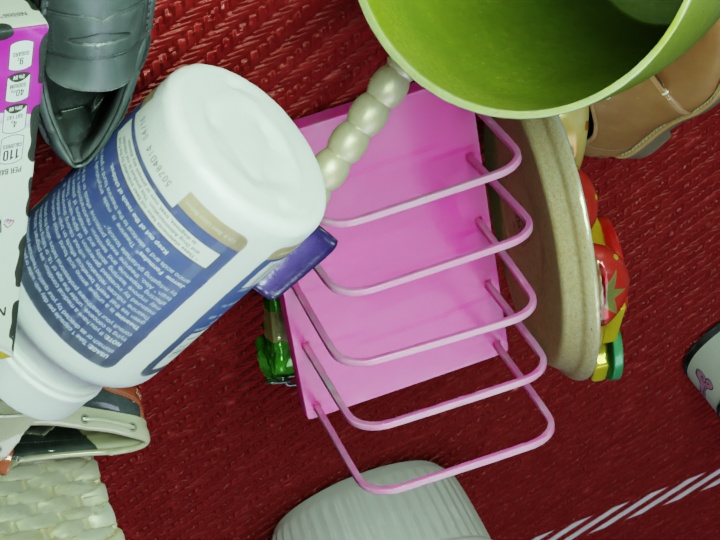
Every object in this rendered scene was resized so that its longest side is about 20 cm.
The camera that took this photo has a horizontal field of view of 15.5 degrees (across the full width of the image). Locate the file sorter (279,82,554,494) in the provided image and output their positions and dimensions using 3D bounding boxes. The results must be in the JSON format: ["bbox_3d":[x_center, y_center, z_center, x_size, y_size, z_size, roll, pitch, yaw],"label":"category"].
[{"bbox_3d":[0.032,0.011,1.570,0.138,0.126,0.201,-18,122,-12],"label":"file sorter"}]

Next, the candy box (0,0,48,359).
[{"bbox_3d":[-0.232,-0.040,1.288,0.136,0.061,0.201,-11,131,-28],"label":"candy box"}]

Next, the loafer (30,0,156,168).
[{"bbox_3d":[-0.129,-0.121,1.289,0.068,0.071,0.201,-8,154,-17],"label":"loafer"}]

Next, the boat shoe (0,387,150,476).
[{"bbox_3d":[-0.234,0.104,1.730,0.199,0.063,0.071,-10,157,-29],"label":"boat shoe"}]

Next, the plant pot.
[{"bbox_3d":[0.118,-0.170,1.320,0.187,0.188,0.200,-33,169,24],"label":"plant pot"}]

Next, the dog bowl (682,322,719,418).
[{"bbox_3d":[0.383,0.075,2.276,0.199,0.074,0.200,-20,159,-8],"label":"dog bowl"}]

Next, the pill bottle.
[{"bbox_3d":[-0.120,-0.009,1.402,0.200,0.111,0.111,-41,153,29],"label":"pill bottle"}]

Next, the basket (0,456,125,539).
[{"bbox_3d":[-0.266,0.227,1.804,0.199,0.199,0.161,-5,151,-37],"label":"basket"}]

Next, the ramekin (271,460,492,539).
[{"bbox_3d":[0.015,0.245,2.259,0.199,0.106,0.200,-21,159,-8],"label":"ramekin"}]

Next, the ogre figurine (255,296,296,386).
[{"bbox_3d":[0.000,0.000,1.688,0.119,0.098,0.201,-4,122,-13],"label":"ogre figurine"}]

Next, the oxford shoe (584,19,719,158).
[{"bbox_3d":[0.174,-0.122,1.609,0.071,0.072,0.200,-6,154,-26],"label":"oxford shoe"}]

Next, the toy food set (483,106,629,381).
[{"bbox_3d":[0.118,-0.032,1.582,0.048,0.201,0.198,-12,154,-9],"label":"toy food set"}]

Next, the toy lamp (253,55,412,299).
[{"bbox_3d":[-0.002,-0.073,1.441,0.200,0.058,0.058,-52,155,2],"label":"toy lamp"}]
